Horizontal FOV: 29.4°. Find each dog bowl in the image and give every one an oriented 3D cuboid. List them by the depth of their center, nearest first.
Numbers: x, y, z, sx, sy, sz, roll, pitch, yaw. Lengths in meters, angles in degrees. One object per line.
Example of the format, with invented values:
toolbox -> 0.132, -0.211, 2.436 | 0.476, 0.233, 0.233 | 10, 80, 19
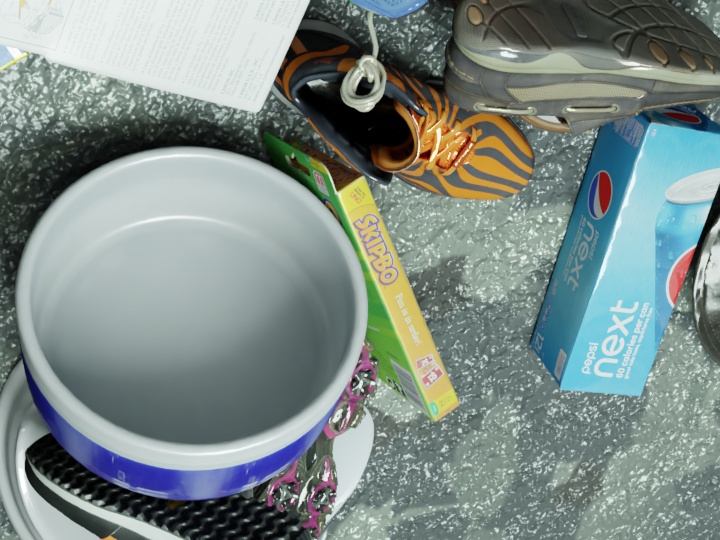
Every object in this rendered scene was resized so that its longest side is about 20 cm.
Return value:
dog bowl -> -0.100, 0.030, 0.811 | 0.200, 0.200, 0.079 | -4, 152, -14

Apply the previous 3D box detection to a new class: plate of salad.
plate of salad -> -0.153, 0.131, 0.897 | 0.200, 0.048, 0.201 | 5, 104, 23

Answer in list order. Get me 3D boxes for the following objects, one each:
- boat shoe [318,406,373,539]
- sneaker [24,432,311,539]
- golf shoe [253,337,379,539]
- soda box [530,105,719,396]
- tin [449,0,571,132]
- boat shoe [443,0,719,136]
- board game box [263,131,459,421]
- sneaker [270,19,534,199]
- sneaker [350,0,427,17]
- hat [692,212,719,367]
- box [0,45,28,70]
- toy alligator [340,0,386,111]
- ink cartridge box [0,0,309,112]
boat shoe -> -0.055, 0.179, 0.978 | 0.072, 0.068, 0.200 | 29, 84, 13
sneaker -> -0.124, 0.166, 0.827 | 0.200, 0.070, 0.090 | 20, 119, 22
golf shoe -> -0.057, 0.120, 0.923 | 0.073, 0.092, 0.200 | 17, 98, -43
soda box -> 0.184, -0.016, 0.948 | 0.068, 0.064, 0.200 | 7, 114, -19
tin -> 0.115, -0.177, 0.864 | 0.112, 0.042, 0.200 | -28, 120, 4
boat shoe -> 0.138, -0.126, 0.845 | 0.200, 0.075, 0.073 | 4, 141, -22
board game box -> 0.000, 0.000, 0.885 | 0.030, 0.096, 0.200 | -35, 122, -14
sneaker -> 0.033, -0.078, 0.846 | 0.200, 0.112, 0.078 | 21, 109, -24
sneaker -> -0.014, -0.186, 0.661 | 0.078, 0.089, 0.200 | -31, 140, 7
hat -> 0.322, -0.006, 0.985 | 0.200, 0.081, 0.201 | -3, 111, -7
box -> -0.289, -0.105, 0.771 | 0.200, 0.064, 0.070 | -32, 120, 1
toy alligator -> 0.010, -0.192, 0.763 | 0.059, 0.054, 0.200 | 5, 80, 8
ink cartridge box -> -0.113, -0.180, 0.717 | 0.200, 0.050, 0.161 | 12, 121, -30
